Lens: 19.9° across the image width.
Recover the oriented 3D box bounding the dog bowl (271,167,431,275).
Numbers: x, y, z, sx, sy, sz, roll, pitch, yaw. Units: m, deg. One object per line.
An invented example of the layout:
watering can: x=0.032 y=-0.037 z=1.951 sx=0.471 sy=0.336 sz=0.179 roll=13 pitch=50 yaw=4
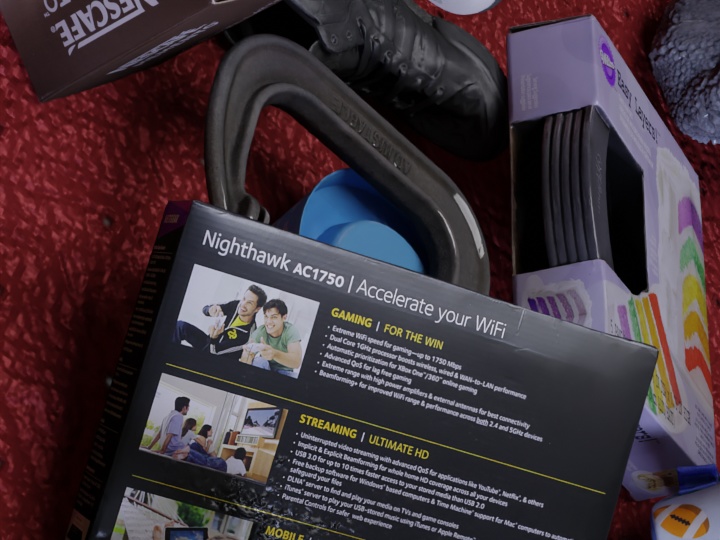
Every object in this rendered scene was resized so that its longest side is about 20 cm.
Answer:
dog bowl: x=-0.004 y=0.055 z=0.894 sx=0.111 sy=0.050 sz=0.200 roll=22 pitch=58 yaw=-40

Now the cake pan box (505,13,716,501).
cake pan box: x=0.124 y=-0.004 z=1.014 sx=0.200 sy=0.052 sz=0.184 roll=45 pitch=39 yaw=-55

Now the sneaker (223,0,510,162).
sneaker: x=-0.013 y=-0.108 z=0.952 sx=0.200 sy=0.060 sz=0.104 roll=49 pitch=42 yaw=-13

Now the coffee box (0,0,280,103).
coffee box: x=-0.110 y=-0.186 z=0.834 sx=0.080 sy=0.114 sz=0.200 roll=-26 pitch=93 yaw=-50

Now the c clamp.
c clamp: x=0.000 y=0.000 z=0.864 sx=0.200 sy=0.027 sz=0.171 roll=44 pitch=46 yaw=-26

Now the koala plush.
koala plush: x=0.281 y=-0.089 z=1.214 sx=0.200 sy=0.184 sz=0.177 roll=54 pitch=47 yaw=-48

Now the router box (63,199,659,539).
router box: x=0.002 y=0.072 z=0.794 sx=0.200 sy=0.051 sz=0.149 roll=18 pitch=87 yaw=-16

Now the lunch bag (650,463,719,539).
lunch bag: x=0.190 y=0.169 z=0.979 sx=0.200 sy=0.076 sz=0.160 roll=31 pitch=45 yaw=-76

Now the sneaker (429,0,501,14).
sneaker: x=-0.031 y=-0.154 z=0.780 sx=0.201 sy=0.076 sz=0.115 roll=47 pitch=53 yaw=-13
